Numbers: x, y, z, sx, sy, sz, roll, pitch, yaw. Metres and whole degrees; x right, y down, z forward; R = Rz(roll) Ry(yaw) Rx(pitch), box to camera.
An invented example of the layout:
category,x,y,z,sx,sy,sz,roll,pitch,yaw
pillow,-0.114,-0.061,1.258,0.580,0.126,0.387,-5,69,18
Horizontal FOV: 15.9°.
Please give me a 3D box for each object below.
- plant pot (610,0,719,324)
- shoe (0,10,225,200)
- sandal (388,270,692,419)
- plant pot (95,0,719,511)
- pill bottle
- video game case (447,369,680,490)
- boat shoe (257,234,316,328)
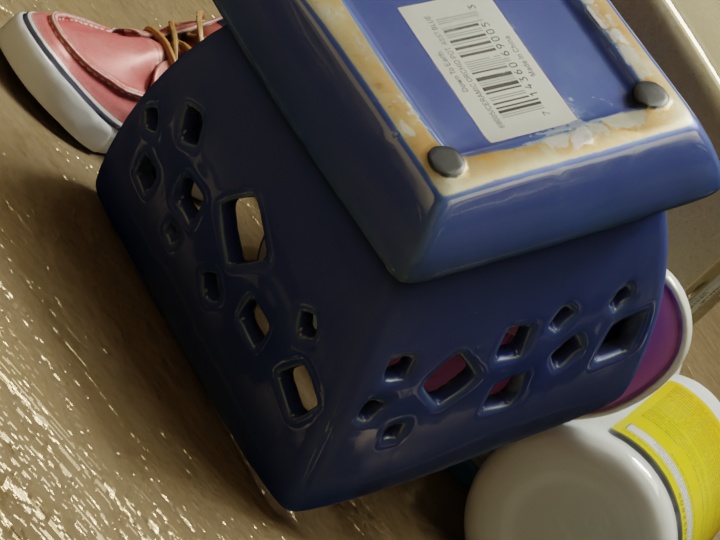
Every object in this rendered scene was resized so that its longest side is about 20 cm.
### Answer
category,x,y,z,sx,sy,sz,roll,pitch,yaw
plant pot,0.129,-0.055,1.355,0.177,0.200,0.200,50,15,11
shoe,-0.091,-0.100,1.256,0.072,0.091,0.200,59,14,26
sandal,0.072,0.047,1.265,0.050,0.203,0.083,-40,109,-51
plant pot,0.026,-0.042,1.129,0.200,0.180,0.200,-15,60,-32
pill bottle,0.136,0.114,1.368,0.112,0.112,0.200,54,24,5
video game case,0.119,0.074,1.483,0.143,0.018,0.200,46,45,-25
boat shoe,0.000,0.000,1.380,0.066,0.072,0.200,21,9,36
